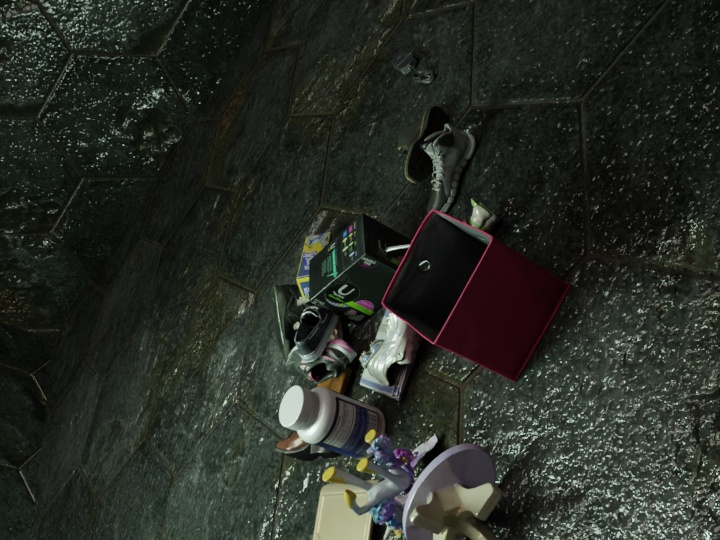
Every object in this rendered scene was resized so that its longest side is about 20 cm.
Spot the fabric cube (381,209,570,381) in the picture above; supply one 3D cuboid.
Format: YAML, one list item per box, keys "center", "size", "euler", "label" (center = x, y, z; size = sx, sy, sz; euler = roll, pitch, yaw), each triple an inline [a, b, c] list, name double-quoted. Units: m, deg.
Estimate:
- center: [0.195, 0.039, 1.334]
  size: [0.197, 0.198, 0.200]
  euler: [-62, 31, 5]
  label: "fabric cube"

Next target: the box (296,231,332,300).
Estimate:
- center: [-0.105, -0.013, 1.875]
  size: [0.069, 0.065, 0.201]
  euler: [-10, 32, 10]
  label: "box"

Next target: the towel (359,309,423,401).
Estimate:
- center: [0.073, 0.161, 1.597]
  size: [0.146, 0.024, 0.202]
  euler: [6, 73, 57]
  label: "towel"

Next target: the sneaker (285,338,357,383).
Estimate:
- center: [-0.104, 0.209, 1.705]
  size: [0.199, 0.080, 0.087]
  euler: [-23, 25, 44]
  label: "sneaker"

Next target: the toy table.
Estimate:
- center: [0.148, 0.382, 1.197]
  size: [0.117, 0.182, 0.202]
  euler: [-119, 47, -72]
  label: "toy table"

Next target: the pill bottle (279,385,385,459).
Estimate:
- center: [-0.057, 0.296, 1.525]
  size: [0.111, 0.199, 0.112]
  euler: [-35, 41, 38]
  label: "pill bottle"

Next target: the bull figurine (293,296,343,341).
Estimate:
- center: [-0.091, 0.118, 1.813]
  size: [0.120, 0.065, 0.201]
  euler: [-3, 48, 12]
  label: "bull figurine"

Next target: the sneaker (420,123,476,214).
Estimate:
- center: [0.161, -0.221, 1.649]
  size: [0.075, 0.115, 0.201]
  euler: [15, 80, 58]
  label: "sneaker"

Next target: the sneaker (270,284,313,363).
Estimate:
- center: [-0.156, 0.132, 1.917]
  size: [0.076, 0.113, 0.201]
  euler: [177, 87, -72]
  label: "sneaker"

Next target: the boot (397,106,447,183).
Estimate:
- center: [0.123, -0.273, 1.797]
  size: [0.138, 0.077, 0.201]
  euler: [-19, 40, 55]
  label: "boot"

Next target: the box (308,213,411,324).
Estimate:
- center: [0.000, 0.000, 1.700]
  size: [0.200, 0.148, 0.125]
  euler: [-39, 38, 34]
  label: "box"

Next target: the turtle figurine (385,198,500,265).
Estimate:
- center: [0.166, -0.059, 1.502]
  size: [0.194, 0.143, 0.200]
  euler: [-53, 36, 11]
  label: "turtle figurine"

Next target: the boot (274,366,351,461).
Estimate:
- center: [-0.107, 0.314, 1.715]
  size: [0.188, 0.068, 0.202]
  euler: [-23, 49, 48]
  label: "boot"

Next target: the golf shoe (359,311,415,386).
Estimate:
- center: [0.086, 0.138, 1.521]
  size: [0.097, 0.078, 0.201]
  euler: [46, 113, 41]
  label: "golf shoe"

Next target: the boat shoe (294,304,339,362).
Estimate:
- center: [-0.101, 0.111, 1.711]
  size: [0.071, 0.068, 0.201]
  euler: [-12, 33, 27]
  label: "boat shoe"

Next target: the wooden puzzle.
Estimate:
- center: [-0.031, 0.510, 1.498]
  size: [0.184, 0.037, 0.201]
  euler: [-22, 46, 49]
  label: "wooden puzzle"

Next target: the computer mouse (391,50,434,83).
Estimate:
- center: [0.139, -0.516, 1.983]
  size: [0.059, 0.034, 0.200]
  euler: [-42, 39, 4]
  label: "computer mouse"

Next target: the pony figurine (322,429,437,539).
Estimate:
- center: [0.064, 0.367, 1.338]
  size: [0.193, 0.200, 0.167]
  euler: [-43, 27, 4]
  label: "pony figurine"
